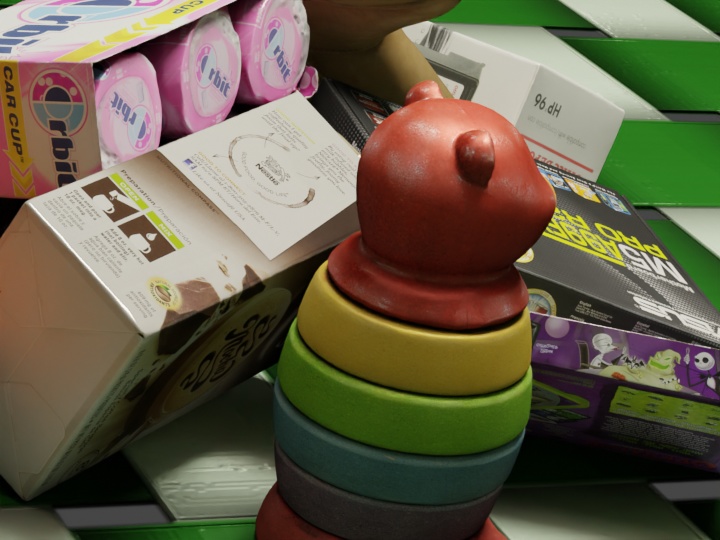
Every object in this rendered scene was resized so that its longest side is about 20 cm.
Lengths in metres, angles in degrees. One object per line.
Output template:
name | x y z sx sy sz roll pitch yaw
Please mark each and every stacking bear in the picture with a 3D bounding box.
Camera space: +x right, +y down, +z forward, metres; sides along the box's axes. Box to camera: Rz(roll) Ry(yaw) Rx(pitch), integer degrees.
stacking bear | 0.026 0.027 1.137 0.113 0.201 0.121 3 22 -18

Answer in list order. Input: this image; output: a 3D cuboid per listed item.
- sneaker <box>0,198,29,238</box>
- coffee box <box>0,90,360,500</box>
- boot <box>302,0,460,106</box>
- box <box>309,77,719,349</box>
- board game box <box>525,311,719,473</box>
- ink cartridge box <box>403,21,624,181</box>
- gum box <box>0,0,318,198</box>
sneaker | -0.155 -0.003 1.316 0.074 0.079 0.200 54 38 8
coffee box | -0.083 0.007 1.215 0.080 0.113 0.200 47 36 12
boot | 0.028 -0.099 1.436 0.175 0.200 0.066 10 57 43
box | 0.077 -0.010 1.363 0.200 0.044 0.160 19 22 -32
board game box | 0.076 0.047 1.259 0.199 0.032 0.120 11 -22 2
ink cartridge box | 0.069 -0.093 1.593 0.200 0.068 0.116 25 3 32
gum box | -0.114 -0.092 1.305 0.113 0.066 0.200 4 19 29
